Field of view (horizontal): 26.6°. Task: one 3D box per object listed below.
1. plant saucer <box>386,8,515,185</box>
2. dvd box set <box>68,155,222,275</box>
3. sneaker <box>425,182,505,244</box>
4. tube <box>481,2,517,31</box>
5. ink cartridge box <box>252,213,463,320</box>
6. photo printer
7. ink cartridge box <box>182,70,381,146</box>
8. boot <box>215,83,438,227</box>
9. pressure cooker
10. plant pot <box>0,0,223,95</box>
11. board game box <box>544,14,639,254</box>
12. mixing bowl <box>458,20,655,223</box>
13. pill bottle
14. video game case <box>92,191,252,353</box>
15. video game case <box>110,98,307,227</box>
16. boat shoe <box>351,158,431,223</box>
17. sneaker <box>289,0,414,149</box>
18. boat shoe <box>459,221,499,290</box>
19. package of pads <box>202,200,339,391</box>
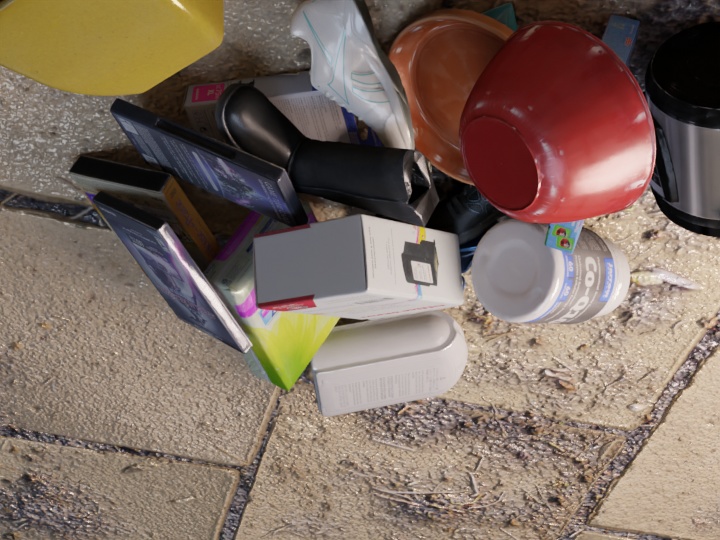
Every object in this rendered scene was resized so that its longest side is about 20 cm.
[{"bbox_3d":[0.116,-0.177,1.561,0.199,0.032,0.201,23,136,24],"label":"plant saucer"},{"bbox_3d":[-0.231,-0.048,1.749,0.146,0.029,0.200,13,150,35],"label":"dvd box set"},{"bbox_3d":[0.137,-0.091,1.710,0.199,0.073,0.082,-22,120,18],"label":"sneaker"},{"bbox_3d":[0.155,-0.179,1.589,0.077,0.051,0.201,-18,117,15],"label":"tube"},{"bbox_3d":[0.000,0.000,1.645,0.145,0.083,0.200,-10,170,32],"label":"ink cartridge box"},{"bbox_3d":[0.036,0.115,1.919,0.198,0.070,0.167,-11,154,-2],"label":"photo printer"},{"bbox_3d":[-0.079,-0.158,1.647,0.198,0.042,0.120,-4,140,12],"label":"ink cartridge box"},{"bbox_3d":[-0.032,-0.119,1.546,0.199,0.066,0.165,18,163,34],"label":"boot"},{"bbox_3d":[0.376,-0.128,1.538,0.178,0.176,0.201,27,144,37],"label":"pressure cooker"},{"bbox_3d":[-0.231,-0.274,1.402,0.193,0.197,0.200,-25,140,30],"label":"plant pot"},{"bbox_3d":[0.238,-0.139,1.569,0.036,0.152,0.201,18,142,9],"label":"board game box"},{"bbox_3d":[0.165,-0.120,1.429,0.200,0.108,0.201,33,140,33],"label":"mixing bowl"},{"bbox_3d":[0.221,0.003,1.721,0.113,0.114,0.199,-28,163,31],"label":"pill bottle"},{"bbox_3d":[-0.210,0.003,1.707,0.143,0.019,0.201,23,151,48],"label":"video game case"},{"bbox_3d":[-0.157,-0.110,1.603,0.199,0.019,0.143,23,166,15],"label":"video game case"},{"bbox_3d":[0.043,-0.081,1.684,0.060,0.073,0.202,15,159,-13],"label":"boat shoe"},{"bbox_3d":[-0.005,-0.195,1.545,0.080,0.071,0.201,-23,114,11],"label":"sneaker"},{"bbox_3d":[0.087,-0.016,1.791,0.199,0.084,0.069,-6,123,31],"label":"boat shoe"},{"bbox_3d":[-0.094,0.020,1.780,0.068,0.155,0.201,19,150,32],"label":"package of pads"}]
